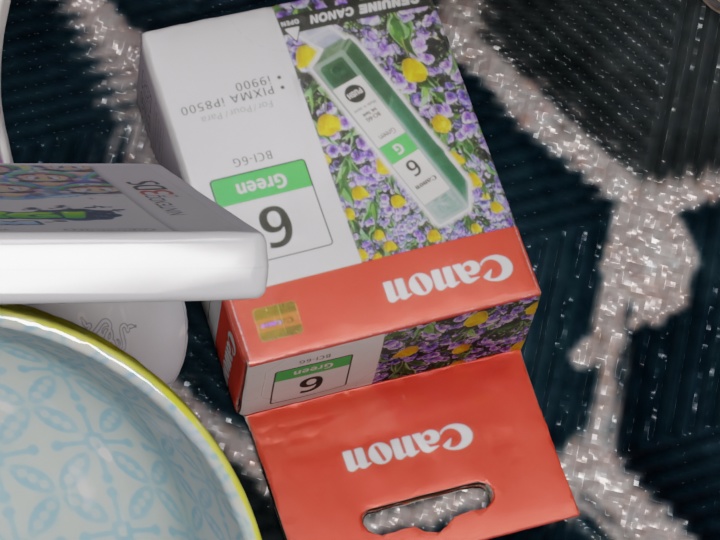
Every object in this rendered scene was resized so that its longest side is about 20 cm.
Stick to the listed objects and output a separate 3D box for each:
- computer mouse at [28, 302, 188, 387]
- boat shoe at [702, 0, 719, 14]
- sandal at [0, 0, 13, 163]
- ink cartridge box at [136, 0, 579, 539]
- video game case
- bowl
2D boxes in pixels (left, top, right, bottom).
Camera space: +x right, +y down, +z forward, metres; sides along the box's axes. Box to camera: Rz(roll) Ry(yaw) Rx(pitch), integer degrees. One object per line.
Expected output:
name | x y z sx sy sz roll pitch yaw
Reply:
computer mouse | -0.153 0.029 0.900 0.200 0.044 0.110 -10 96 -12
boat shoe | 0.223 -0.133 1.023 0.200 0.073 0.075 -5 65 -9
sandal | -0.162 -0.063 0.957 0.082 0.050 0.203 -1 66 -5
ink cartridge box | 0.000 0.000 0.945 0.109 0.050 0.200 -13 66 -13
video game case | -0.144 -0.014 0.833 0.200 0.182 0.024 0 99 -14
bowl | -0.131 0.094 0.840 0.200 0.108 0.200 -2 104 -9
